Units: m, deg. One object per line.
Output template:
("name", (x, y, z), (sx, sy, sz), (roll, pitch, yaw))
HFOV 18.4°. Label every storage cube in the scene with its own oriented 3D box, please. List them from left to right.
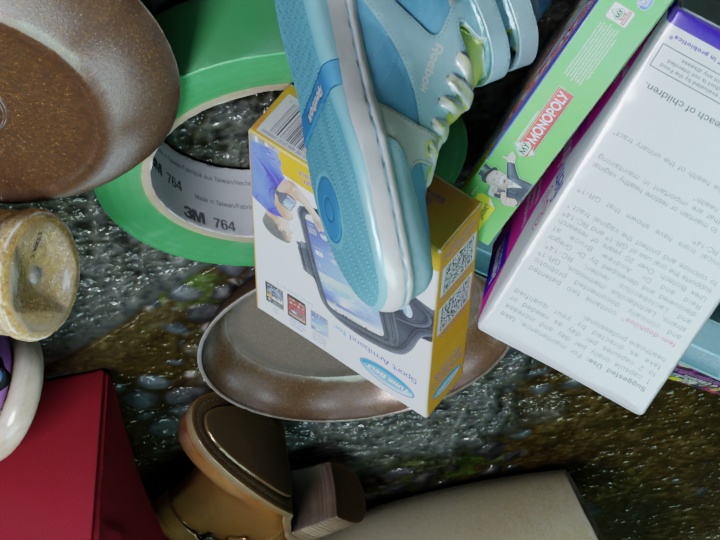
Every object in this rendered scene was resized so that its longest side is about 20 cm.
("storage cube", (-0.221, 0.195, 1.405), (0.199, 0.180, 0.171), (-12, 126, 4))

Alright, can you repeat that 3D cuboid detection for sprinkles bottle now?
("sprinkles bottle", (-0.242, -0.005, 1.154), (0.199, 0.068, 0.068), (5, 158, 31))

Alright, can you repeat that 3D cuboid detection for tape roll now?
("tape roll", (-0.044, -0.074, 1.179), (0.200, 0.048, 0.201), (-6, 149, -4))

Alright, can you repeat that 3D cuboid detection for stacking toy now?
("stacking toy", (-0.290, 0.049, 1.302), (0.200, 0.086, 0.085), (20, 139, -30))

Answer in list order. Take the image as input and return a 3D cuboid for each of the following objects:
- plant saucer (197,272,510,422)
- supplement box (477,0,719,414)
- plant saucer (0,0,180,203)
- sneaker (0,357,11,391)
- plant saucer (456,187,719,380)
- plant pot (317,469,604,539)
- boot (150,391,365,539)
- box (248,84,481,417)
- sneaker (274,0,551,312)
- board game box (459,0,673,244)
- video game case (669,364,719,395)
("plant saucer", (-0.003, 0.034, 1.383), (0.199, 0.032, 0.200), (-6, 150, -4))
("supplement box", (0.152, -0.045, 1.119), (0.103, 0.101, 0.200), (27, 116, -5))
("plant saucer", (-0.188, -0.091, 1.077), (0.200, 0.037, 0.201), (6, 143, 4))
("sneaker", (-0.243, 0.070, 1.245), (0.089, 0.079, 0.201), (19, 100, -21))
("plant saucer", (0.129, 0.007, 1.236), (0.199, 0.019, 0.070), (25, 157, -4))
("plant pot", (0.081, 0.229, 1.607), (0.200, 0.188, 0.187), (-28, 146, 5))
("boot", (-0.108, 0.151, 1.526), (0.155, 0.077, 0.200), (-19, 155, 25))
("box", (0.000, 0.000, 1.162), (0.119, 0.041, 0.200), (33, 152, 18))
("sneaker", (0.039, -0.083, 1.049), (0.130, 0.201, 0.080), (-7, 165, -18))
("board game box", (0.114, -0.116, 1.071), (0.029, 0.135, 0.200), (33, 140, -1))
("video game case", (0.281, 0.050, 1.420), (0.200, 0.036, 0.181), (18, 160, -36))
